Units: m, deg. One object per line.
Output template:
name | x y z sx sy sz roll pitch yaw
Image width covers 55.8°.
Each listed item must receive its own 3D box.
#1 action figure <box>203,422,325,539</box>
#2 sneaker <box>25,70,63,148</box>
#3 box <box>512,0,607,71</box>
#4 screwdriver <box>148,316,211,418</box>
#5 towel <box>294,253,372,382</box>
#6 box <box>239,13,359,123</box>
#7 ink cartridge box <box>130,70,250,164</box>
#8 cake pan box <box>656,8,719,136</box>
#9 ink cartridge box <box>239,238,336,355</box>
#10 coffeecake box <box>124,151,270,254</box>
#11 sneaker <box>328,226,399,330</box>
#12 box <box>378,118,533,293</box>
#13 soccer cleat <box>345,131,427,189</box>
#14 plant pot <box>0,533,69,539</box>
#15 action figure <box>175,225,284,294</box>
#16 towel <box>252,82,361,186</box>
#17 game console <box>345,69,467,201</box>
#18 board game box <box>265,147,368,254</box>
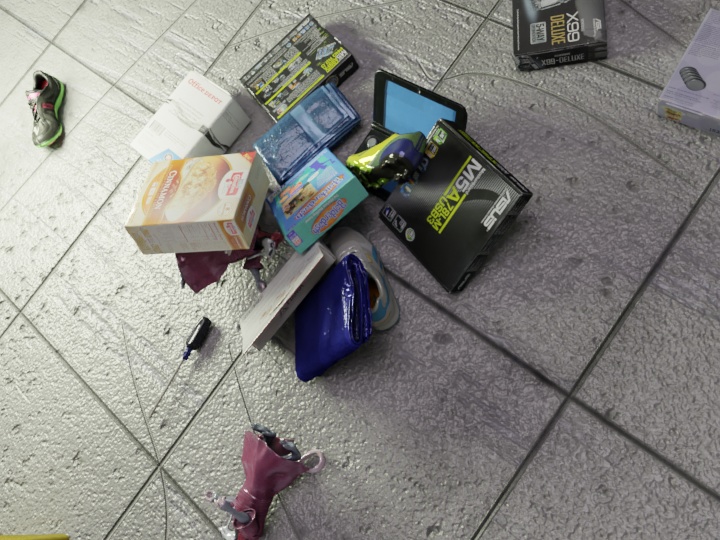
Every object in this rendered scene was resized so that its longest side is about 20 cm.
action figure | -0.160 0.350 1.061 0.147 0.134 0.203 19 88 -17
sneaker | -0.731 -0.368 1.552 0.076 0.084 0.203 -17 64 14
box | 0.347 -0.456 1.196 0.155 0.050 0.204 -3 68 19
screwdriver | -0.321 0.175 1.214 0.029 0.028 0.203 24 80 -2
towel | -0.045 0.081 1.077 0.200 0.049 0.150 -40 45 51
box | -0.125 -0.393 1.355 0.200 0.044 0.161 -43 62 1
ink cartridge box | -0.339 -0.278 1.367 0.144 0.084 0.201 36 85 29
cake pan box | 0.588 -0.292 1.040 0.198 0.052 0.186 27 83 28
ink cartridge box | -0.118 0.043 1.107 0.201 0.045 0.176 -50 18 4
coffeecake box | -0.266 -0.111 1.128 0.196 0.074 0.155 -3 50 16
sneaker | 0.000 0.000 1.129 0.076 0.081 0.202 -34 60 7
box | 0.143 -0.103 1.082 0.194 0.047 0.201 51 121 28
soccer cleat | 0.043 -0.186 1.129 0.084 0.065 0.199 -55 24 -16
plant pot | -0.623 0.528 1.088 0.191 0.200 0.199 -8 67 17
action figure | -0.231 -0.038 1.209 0.196 0.135 0.150 -16 45 -4
towel | -0.103 -0.258 1.279 0.199 0.049 0.112 -39 74 3
game console | 0.070 -0.215 1.167 0.199 0.118 0.172 32 82 29
board game box | -0.081 -0.126 1.176 0.151 0.045 0.200 -40 28 3
